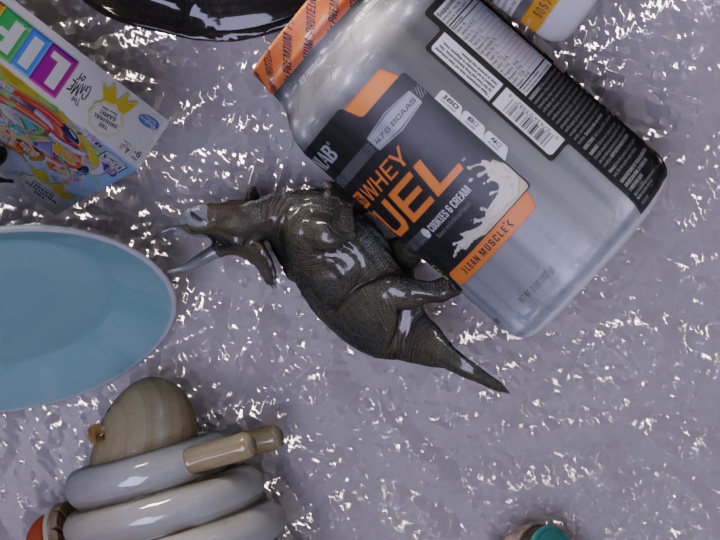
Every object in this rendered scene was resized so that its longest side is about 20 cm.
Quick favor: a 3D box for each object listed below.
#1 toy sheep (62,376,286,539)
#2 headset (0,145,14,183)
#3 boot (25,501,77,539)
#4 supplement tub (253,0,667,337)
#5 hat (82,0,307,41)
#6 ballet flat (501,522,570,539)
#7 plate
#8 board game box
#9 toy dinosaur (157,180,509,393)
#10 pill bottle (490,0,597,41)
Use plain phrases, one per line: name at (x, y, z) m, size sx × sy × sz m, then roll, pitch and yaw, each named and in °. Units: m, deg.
toy sheep at (-0.098, 0.158, 1.410) m, size 0.137 × 0.138 × 0.201 m, roll -14°, pitch 86°, yaw 17°
headset at (-0.270, -0.025, 1.400) m, size 0.200 × 0.094 × 0.124 m, roll -24°, pitch 106°, yaw 36°
boot at (-0.181, 0.232, 1.485) m, size 0.107 × 0.075 × 0.201 m, roll -5°, pitch 107°, yaw 20°
supplement tub at (0.049, -0.071, 1.303) m, size 0.200 × 0.123 × 0.123 m, roll 41°, pitch 112°, yaw 0°
hat at (-0.096, -0.203, 1.317) m, size 0.200 × 0.081 × 0.201 m, roll 4°, pitch 107°, yaw 11°
ballet flat at (0.138, 0.228, 1.419) m, size 0.067 × 0.068 × 0.200 m, roll -36°, pitch 91°, yaw 40°
plate at (-0.201, 0.022, 1.386) m, size 0.200 × 0.200 × 0.026 m, roll -23°, pitch 59°, yaw 19°
board game box at (-0.209, -0.113, 1.331) m, size 0.200 × 0.134 × 0.034 m, roll 38°, pitch 68°, yaw -15°
toy dinosaur at (0.000, 0.000, 1.375) m, size 0.200 × 0.077 × 0.102 m, roll 36°, pitch 131°, yaw -8°
pill bottle at (0.053, -0.214, 1.260) m, size 0.200 × 0.116 × 0.117 m, roll 36°, pitch 112°, yaw 0°
